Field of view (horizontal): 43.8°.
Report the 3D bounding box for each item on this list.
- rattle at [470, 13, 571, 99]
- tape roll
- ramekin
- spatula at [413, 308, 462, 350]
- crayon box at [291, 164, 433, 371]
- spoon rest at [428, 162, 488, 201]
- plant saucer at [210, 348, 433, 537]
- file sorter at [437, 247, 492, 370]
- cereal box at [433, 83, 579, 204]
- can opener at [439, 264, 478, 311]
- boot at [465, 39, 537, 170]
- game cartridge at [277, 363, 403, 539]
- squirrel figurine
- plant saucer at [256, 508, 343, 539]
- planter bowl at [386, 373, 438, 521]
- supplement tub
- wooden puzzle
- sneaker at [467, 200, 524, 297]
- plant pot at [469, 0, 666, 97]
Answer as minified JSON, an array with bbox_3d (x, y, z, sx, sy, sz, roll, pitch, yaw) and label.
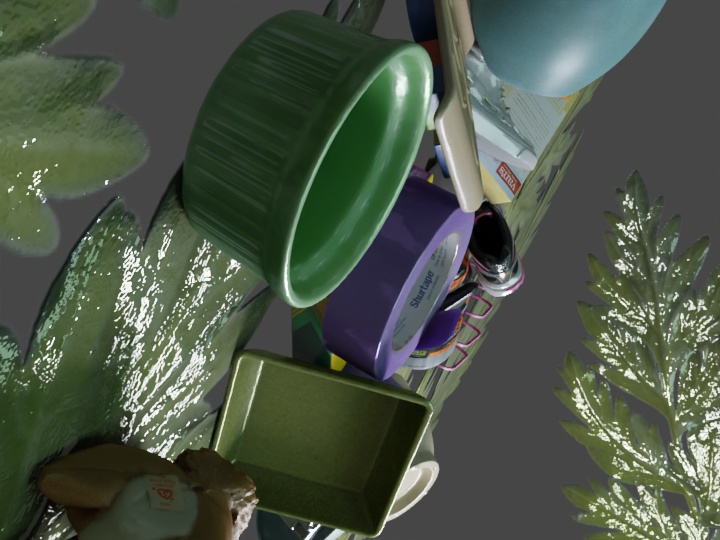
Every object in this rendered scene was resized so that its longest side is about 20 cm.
[{"bbox_3d":[0.217,-0.321,1.011,0.201,0.143,0.130,-56,147,-1],"label":"rattle"},{"bbox_3d":[0.041,0.008,0.909,0.200,0.065,0.201,-53,160,-28],"label":"tape roll"},{"bbox_3d":[-0.038,-0.084,0.640,0.201,0.097,0.200,-55,163,-25],"label":"ramekin"},{"bbox_3d":[0.040,0.089,1.041,0.200,0.021,0.057,-31,-155,48],"label":"spatula"},{"bbox_3d":[0.000,0.000,0.991,0.200,0.058,0.173,-52,161,-31],"label":"crayon box"},{"bbox_3d":[0.102,-0.097,1.119,0.200,0.099,0.061,-26,128,-50],"label":"spoon rest"},{"bbox_3d":[-0.047,0.169,0.919,0.048,0.198,0.201,-82,-170,-58],"label":"plant saucer"},{"bbox_3d":[0.147,0.039,1.418,0.201,0.125,0.139,-66,165,15],"label":"file sorter"},{"bbox_3d":[0.181,-0.203,1.113,0.039,0.144,0.200,-2,-134,55],"label":"cereal box"},{"bbox_3d":[0.053,0.055,1.101,0.199,0.064,0.079,-25,-157,13],"label":"can opener"},{"bbox_3d":[0.148,-0.190,1.000,0.199,0.073,0.096,26,88,-43],"label":"boot"},{"bbox_3d":[-0.038,0.189,1.027,0.200,0.133,0.042,-49,145,0],"label":"game cartridge"},{"bbox_3d":[-0.172,0.231,0.686,0.187,0.141,0.200,-61,164,23],"label":"squirrel figurine"},{"bbox_3d":[-0.046,0.261,1.090,0.200,0.036,0.201,-36,-150,25],"label":"plant saucer"},{"bbox_3d":[0.024,0.262,1.248,0.199,0.135,0.201,-27,144,-22],"label":"planter bowl"},{"bbox_3d":[0.085,0.037,1.216,0.123,0.122,0.201,-53,162,-30],"label":"supplement tub"},{"bbox_3d":[0.076,-0.178,0.818,0.185,0.046,0.202,57,31,-63],"label":"wooden puzzle"},{"bbox_3d":[0.159,-0.070,1.173,0.080,0.201,0.086,-27,150,0],"label":"sneaker"},{"bbox_3d":[0.192,-0.255,0.898,0.200,0.199,0.136,-40,151,-55],"label":"plant pot"}]
